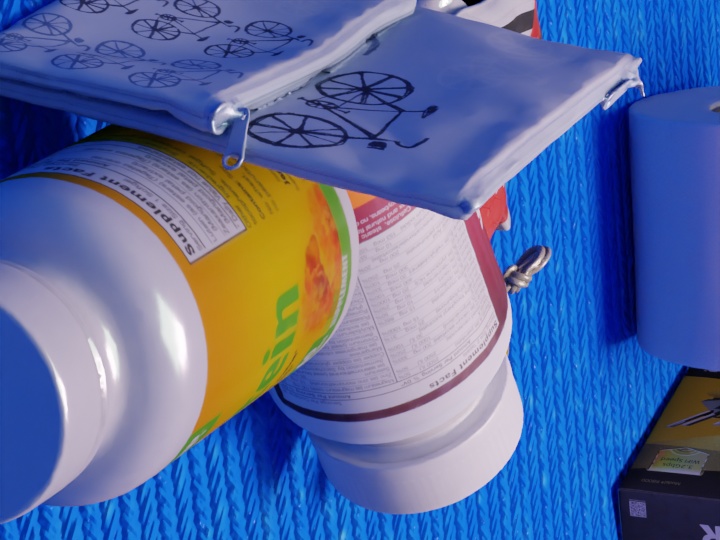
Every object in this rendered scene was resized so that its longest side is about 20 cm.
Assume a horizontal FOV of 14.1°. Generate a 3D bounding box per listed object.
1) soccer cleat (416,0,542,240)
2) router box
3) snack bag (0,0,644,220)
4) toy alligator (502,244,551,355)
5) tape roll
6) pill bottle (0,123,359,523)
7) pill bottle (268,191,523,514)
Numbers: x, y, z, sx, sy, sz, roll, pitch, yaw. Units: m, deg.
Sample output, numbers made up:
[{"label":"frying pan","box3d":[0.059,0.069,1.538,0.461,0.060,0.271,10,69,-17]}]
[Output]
[{"label":"soccer cleat","box3d":[0.036,-0.078,1.326,0.085,0.068,0.200,57,37,-38]},{"label":"router box","box3d":[0.267,0.117,1.683,0.157,0.199,0.052,-51,140,-54]},{"label":"snack bag","box3d":[-0.015,-0.074,1.050,0.189,0.199,0.021,-38,140,-60]},{"label":"toy alligator","box3d":[0.034,0.033,1.341,0.054,0.059,0.200,41,41,-8]},{"label":"tape roll","box3d":[0.253,-0.028,1.645,0.203,0.202,0.140,-25,115,-63]},{"label":"pill bottle","box3d":[-0.088,0.014,0.990,0.200,0.111,0.111,-35,123,-61]},{"label":"pill bottle","box3d":[0.000,0.000,1.187,0.200,0.109,0.110,69,33,-41]}]
